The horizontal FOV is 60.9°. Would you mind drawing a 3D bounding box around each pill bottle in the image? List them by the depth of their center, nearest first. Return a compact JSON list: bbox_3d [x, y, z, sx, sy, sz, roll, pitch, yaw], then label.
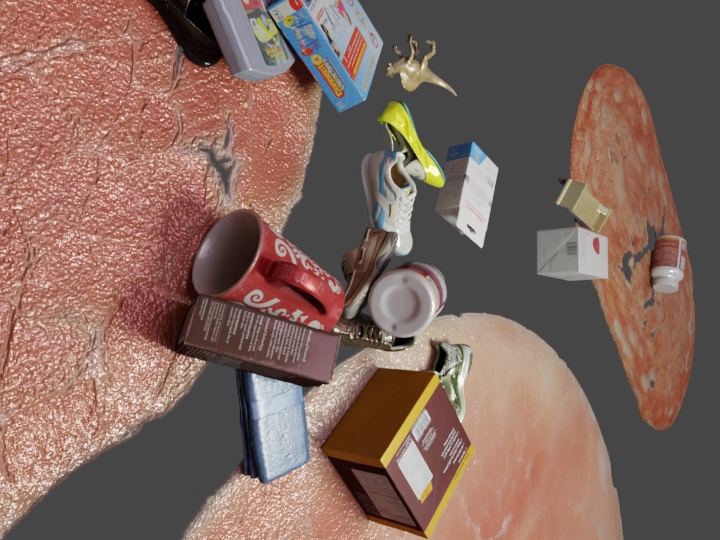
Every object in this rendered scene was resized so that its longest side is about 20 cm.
[{"bbox_3d":[0.091,0.043,1.084,0.200,0.114,0.115,-21,105,-73],"label":"pill bottle"},{"bbox_3d":[1.153,-0.023,2.299,0.112,0.112,0.201,36,63,-40],"label":"pill bottle"}]

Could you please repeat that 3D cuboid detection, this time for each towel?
[{"bbox_3d":[-0.132,0.205,0.922,0.111,0.048,0.201,-8,93,-46],"label":"towel"}]

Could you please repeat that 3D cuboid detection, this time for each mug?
[{"bbox_3d":[-0.114,0.030,0.874,0.133,0.178,0.200,-47,135,6],"label":"mug"}]

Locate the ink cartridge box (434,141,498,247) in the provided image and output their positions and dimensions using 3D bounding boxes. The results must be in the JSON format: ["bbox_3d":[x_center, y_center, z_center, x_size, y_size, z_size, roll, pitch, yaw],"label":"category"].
[{"bbox_3d":[0.226,-0.158,1.322,0.116,0.067,0.201,34,63,-42],"label":"ink cartridge box"}]

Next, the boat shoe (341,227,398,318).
[{"bbox_3d":[0.000,0.000,1.067,0.076,0.072,0.200,105,12,-49],"label":"boat shoe"}]

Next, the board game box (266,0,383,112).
[{"bbox_3d":[-0.048,-0.397,1.001,0.196,0.056,0.201,51,35,-33],"label":"board game box"}]

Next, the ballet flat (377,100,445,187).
[{"bbox_3d":[0.093,-0.231,1.193,0.067,0.067,0.200,-41,116,-17],"label":"ballet flat"}]

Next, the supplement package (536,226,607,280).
[{"bbox_3d":[0.576,-0.042,1.660,0.200,0.119,0.122,7,81,-47],"label":"supplement package"}]

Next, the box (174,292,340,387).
[{"bbox_3d":[-0.138,0.099,0.828,0.199,0.100,0.075,21,69,-19],"label":"box"}]

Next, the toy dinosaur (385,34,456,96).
[{"bbox_3d":[0.115,-0.412,1.237,0.199,0.058,0.102,0,103,-40],"label":"toy dinosaur"}]

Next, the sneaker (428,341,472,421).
[{"bbox_3d":[0.163,0.233,1.242,0.088,0.077,0.201,26,63,-30],"label":"sneaker"}]

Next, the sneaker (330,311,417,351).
[{"bbox_3d":[0.020,0.104,1.075,0.200,0.075,0.071,13,78,-47],"label":"sneaker"}]

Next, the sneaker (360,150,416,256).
[{"bbox_3d":[0.062,-0.121,1.130,0.076,0.081,0.201,-34,114,-45],"label":"sneaker"}]

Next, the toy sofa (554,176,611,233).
[{"bbox_3d":[0.633,-0.189,1.773,0.200,0.097,0.083,24,95,-44],"label":"toy sofa"}]

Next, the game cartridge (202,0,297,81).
[{"bbox_3d":[-0.152,-0.346,0.888,0.200,0.041,0.134,-61,137,-61],"label":"game cartridge"}]

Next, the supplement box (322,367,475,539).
[{"bbox_3d":[0.075,0.314,1.081,0.197,0.132,0.201,-49,122,-38],"label":"supplement box"}]

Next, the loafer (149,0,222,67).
[{"bbox_3d":[-0.238,-0.375,0.821,0.200,0.071,0.073,55,52,-31],"label":"loafer"}]
